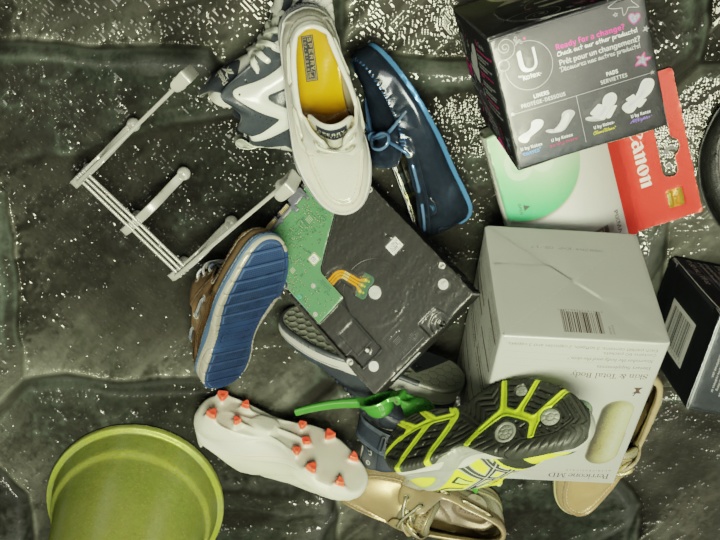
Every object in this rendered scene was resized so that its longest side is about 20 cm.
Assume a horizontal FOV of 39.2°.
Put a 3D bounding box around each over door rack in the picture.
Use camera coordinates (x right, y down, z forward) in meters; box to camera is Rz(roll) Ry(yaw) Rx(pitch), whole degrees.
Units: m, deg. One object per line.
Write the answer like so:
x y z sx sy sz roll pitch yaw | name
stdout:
-0.163 -0.092 0.960 0.148 0.067 0.200 45 128 -16 | over door rack

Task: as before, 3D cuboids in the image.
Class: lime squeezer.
0.032 0.145 0.989 0.199 0.038 0.071 20 131 14 | lime squeezer

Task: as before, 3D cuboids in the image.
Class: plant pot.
-0.250 0.294 1.059 0.200 0.184 0.201 -1 111 -2 | plant pot

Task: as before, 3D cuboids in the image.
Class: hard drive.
0.000 0.000 0.981 0.200 0.038 0.140 46 104 16 | hard drive

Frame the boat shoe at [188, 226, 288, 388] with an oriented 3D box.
-0.134 0.027 0.998 0.072 0.072 0.200 -8 138 -40 | boat shoe

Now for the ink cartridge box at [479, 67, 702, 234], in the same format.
0.234 -0.092 1.002 0.199 0.050 0.161 -17 111 7 | ink cartridge box

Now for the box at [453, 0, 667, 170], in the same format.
0.167 -0.184 0.880 0.132 0.200 0.115 -17 112 4 | box

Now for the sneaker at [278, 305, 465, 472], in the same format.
-0.005 0.129 1.062 0.202 0.077 0.147 25 129 10 | sneaker

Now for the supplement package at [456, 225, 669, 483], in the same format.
0.185 0.083 0.980 0.151 0.151 0.200 3 132 -3 | supplement package

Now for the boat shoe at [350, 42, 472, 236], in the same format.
0.040 -0.116 0.963 0.069 0.084 0.200 -32 107 -4 | boat shoe

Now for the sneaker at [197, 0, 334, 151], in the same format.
-0.089 -0.199 0.929 0.129 0.080 0.200 -9 122 -8 | sneaker

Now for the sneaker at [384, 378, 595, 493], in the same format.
0.120 0.152 0.902 0.200 0.076 0.076 -16 135 35 | sneaker

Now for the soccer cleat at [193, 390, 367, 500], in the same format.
-0.085 0.194 1.077 0.199 0.069 0.078 24 133 10 | soccer cleat

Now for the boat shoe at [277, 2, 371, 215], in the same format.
-0.029 -0.131 0.893 0.071 0.070 0.201 -11 120 -4 | boat shoe

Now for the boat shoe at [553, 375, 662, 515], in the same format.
0.267 0.188 1.093 0.072 0.065 0.201 19 109 -9 | boat shoe

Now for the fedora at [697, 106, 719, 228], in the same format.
0.431 -0.094 0.982 0.200 0.092 0.201 -1 111 -1 | fedora

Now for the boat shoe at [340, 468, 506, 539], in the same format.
0.066 0.261 1.121 0.199 0.065 0.072 15 110 -8 | boat shoe

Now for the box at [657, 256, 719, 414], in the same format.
0.413 0.076 1.019 0.199 0.149 0.107 11 111 -7 | box
